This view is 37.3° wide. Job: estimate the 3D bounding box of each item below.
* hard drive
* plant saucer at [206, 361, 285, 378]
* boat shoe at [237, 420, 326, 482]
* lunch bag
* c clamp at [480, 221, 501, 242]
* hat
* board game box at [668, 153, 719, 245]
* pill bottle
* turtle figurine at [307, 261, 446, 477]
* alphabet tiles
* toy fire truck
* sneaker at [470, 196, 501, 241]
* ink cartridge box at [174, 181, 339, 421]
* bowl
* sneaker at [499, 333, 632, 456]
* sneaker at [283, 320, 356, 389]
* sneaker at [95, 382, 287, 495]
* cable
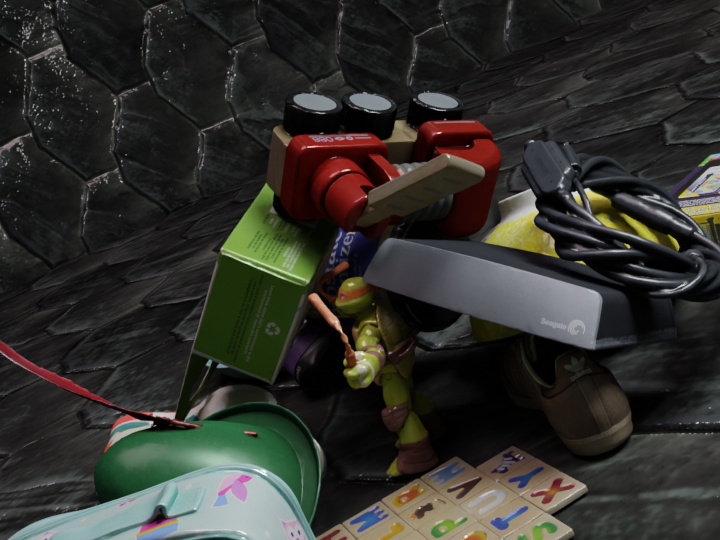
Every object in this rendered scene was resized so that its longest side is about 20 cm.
[{"bbox_3d":[0.114,0.012,0.770,0.199,0.043,0.134,16,11,41],"label":"hard drive"},{"bbox_3d":[-0.085,0.071,1.223,0.199,0.036,0.200,-23,18,8],"label":"plant saucer"},{"bbox_3d":[-0.103,0.169,0.832,0.199,0.063,0.073,-19,56,25],"label":"boat shoe"},{"bbox_3d":[-0.100,0.190,0.559,0.199,0.161,0.077,-20,14,15],"label":"lunch bag"},{"bbox_3d":[0.174,-0.025,1.056,0.200,0.171,0.027,-36,62,-22],"label":"c clamp"},{"bbox_3d":[-0.154,0.127,0.720,0.199,0.176,0.167,-13,49,31],"label":"hat"},{"bbox_3d":[0.376,-0.064,0.956,0.199,0.057,0.165,-7,24,49],"label":"board game box"},{"bbox_3d":[0.000,0.000,1.000,0.199,0.113,0.112,-2,25,45],"label":"pill bottle"},{"bbox_3d":[0.019,0.065,0.826,0.064,0.162,0.200,-22,14,2],"label":"turtle figurine"},{"bbox_3d":[0.043,0.177,0.698,0.199,0.006,0.166,-27,15,-15],"label":"alphabet tiles"},{"bbox_3d":[0.042,-0.071,0.813,0.175,0.130,0.200,-5,33,-27],"label":"toy fire truck"},{"bbox_3d":[0.126,-0.049,1.231,0.075,0.091,0.200,-17,16,14],"label":"sneaker"},{"bbox_3d":[-0.088,0.046,0.906,0.075,0.201,0.148,20,29,2],"label":"ink cartridge box"},{"bbox_3d":[0.174,-0.022,0.923,0.199,0.108,0.200,-20,-1,0],"label":"bowl"},{"bbox_3d":[0.146,0.067,0.797,0.070,0.076,0.200,-24,14,-5],"label":"sneaker"},{"bbox_3d":[0.017,0.061,1.079,0.199,0.076,0.088,-30,29,-10],"label":"sneaker"},{"bbox_3d":[-0.154,0.167,0.963,0.198,0.071,0.094,-15,34,24],"label":"sneaker"},{"bbox_3d":[0.199,-0.026,0.779,0.051,0.162,0.200,-59,22,22],"label":"cable"}]
